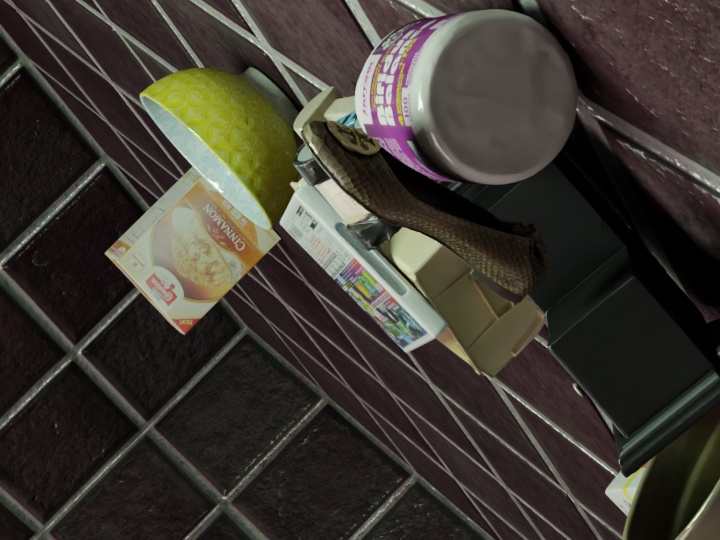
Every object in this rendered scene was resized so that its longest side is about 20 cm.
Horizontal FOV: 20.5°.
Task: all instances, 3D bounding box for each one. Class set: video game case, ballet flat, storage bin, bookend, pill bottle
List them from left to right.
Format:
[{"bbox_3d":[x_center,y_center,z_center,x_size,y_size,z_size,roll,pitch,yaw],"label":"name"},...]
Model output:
[{"bbox_3d":[0.000,0.000,1.868,0.182,0.023,0.200,46,171,0],"label":"video game case"},{"bbox_3d":[0.059,-0.018,1.891,0.200,0.094,0.199,38,169,41],"label":"storage bin"},{"bbox_3d":[0.047,-0.045,1.272,0.200,0.046,0.067,33,-156,-25],"label":"ballet flat"},{"bbox_3d":[0.061,-0.116,1.345,0.112,0.112,0.200,47,171,-14],"label":"pill bottle"},{"bbox_3d":[0.150,0.012,1.373,0.199,0.092,0.200,48,-168,-9],"label":"bookend"}]

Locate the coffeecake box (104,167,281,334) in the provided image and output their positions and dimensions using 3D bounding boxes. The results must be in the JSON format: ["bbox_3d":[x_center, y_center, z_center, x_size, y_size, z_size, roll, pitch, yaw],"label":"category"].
[{"bbox_3d":[-0.242,-0.035,2.884,0.154,0.200,0.073,48,171,-23],"label":"coffeecake box"}]

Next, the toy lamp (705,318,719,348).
[{"bbox_3d":[0.307,0.122,1.480,0.200,0.058,0.058,50,170,-23],"label":"toy lamp"}]

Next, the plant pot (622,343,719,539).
[{"bbox_3d":[0.297,0.151,1.320,0.173,0.201,0.200,28,172,-4],"label":"plant pot"}]

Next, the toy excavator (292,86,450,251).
[{"bbox_3d":[0.009,-0.112,1.694,0.194,0.200,0.100,-26,116,34],"label":"toy excavator"}]

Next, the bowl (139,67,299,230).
[{"bbox_3d":[-0.126,-0.149,2.104,0.200,0.108,0.200,45,171,9],"label":"bowl"}]

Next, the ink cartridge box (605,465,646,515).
[{"bbox_3d":[0.317,0.221,1.804,0.145,0.083,0.200,45,172,1],"label":"ink cartridge box"}]
